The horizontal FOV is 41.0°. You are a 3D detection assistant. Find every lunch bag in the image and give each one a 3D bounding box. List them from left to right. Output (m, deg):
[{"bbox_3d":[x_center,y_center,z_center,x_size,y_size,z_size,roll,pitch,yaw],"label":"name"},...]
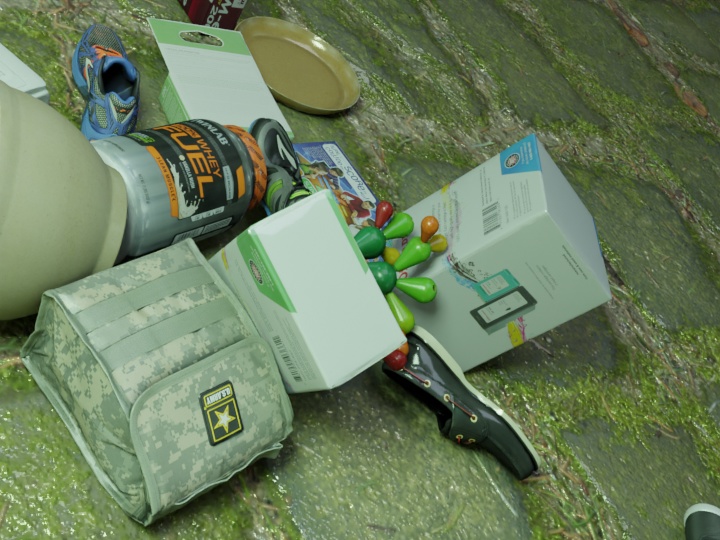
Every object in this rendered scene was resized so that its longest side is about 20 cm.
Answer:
[{"bbox_3d":[-0.163,0.095,0.817,0.163,0.118,0.201,-24,70,-45],"label":"lunch bag"}]

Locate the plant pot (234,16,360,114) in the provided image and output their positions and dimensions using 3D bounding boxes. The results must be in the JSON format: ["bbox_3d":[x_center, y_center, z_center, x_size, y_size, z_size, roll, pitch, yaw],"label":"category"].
[{"bbox_3d":[-0.093,-0.285,1.363,0.197,0.028,0.202,21,40,-18],"label":"plant pot"}]

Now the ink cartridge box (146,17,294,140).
[{"bbox_3d":[-0.184,-0.228,1.210,0.143,0.048,0.202,-1,49,-38],"label":"ink cartridge box"}]

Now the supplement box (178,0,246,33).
[{"bbox_3d":[-0.227,-0.437,1.357,0.060,0.109,0.201,-6,52,-42],"label":"supplement box"}]

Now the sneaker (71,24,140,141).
[{"bbox_3d":[-0.281,-0.218,1.099,0.074,0.079,0.202,7,45,-33],"label":"sneaker"}]

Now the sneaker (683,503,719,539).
[{"bbox_3d":[0.434,0.348,1.043,0.198,0.071,0.099,33,38,7],"label":"sneaker"}]

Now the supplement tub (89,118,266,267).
[{"bbox_3d":[-0.194,-0.085,0.983,0.123,0.123,0.199,46,38,15],"label":"supplement tub"}]

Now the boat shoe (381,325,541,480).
[{"bbox_3d":[0.106,0.150,1.012,0.201,0.074,0.063,45,72,-3],"label":"boat shoe"}]

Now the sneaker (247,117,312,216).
[{"bbox_3d":[-0.074,-0.078,1.061,0.070,0.082,0.203,-4,71,-37],"label":"sneaker"}]

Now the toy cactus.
[{"bbox_3d":[0.000,0.000,0.972,0.162,0.103,0.203,15,56,1],"label":"toy cactus"}]

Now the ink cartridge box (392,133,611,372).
[{"bbox_3d":[0.151,-0.016,1.078,0.146,0.198,0.148,46,29,-29],"label":"ink cartridge box"}]

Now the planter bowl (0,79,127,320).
[{"bbox_3d":[-0.283,-0.047,0.823,0.133,0.201,0.202,16,39,-36],"label":"planter bowl"}]

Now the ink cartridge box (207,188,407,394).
[{"bbox_3d":[-0.059,0.028,0.863,0.087,0.199,0.147,-29,92,-24],"label":"ink cartridge box"}]

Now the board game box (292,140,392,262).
[{"bbox_3d":[-0.033,-0.073,1.166,0.134,0.035,0.201,-10,56,-43],"label":"board game box"}]

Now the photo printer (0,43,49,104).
[{"bbox_3d":[-0.440,-0.203,0.966,0.199,0.070,0.166,39,37,7],"label":"photo printer"}]
